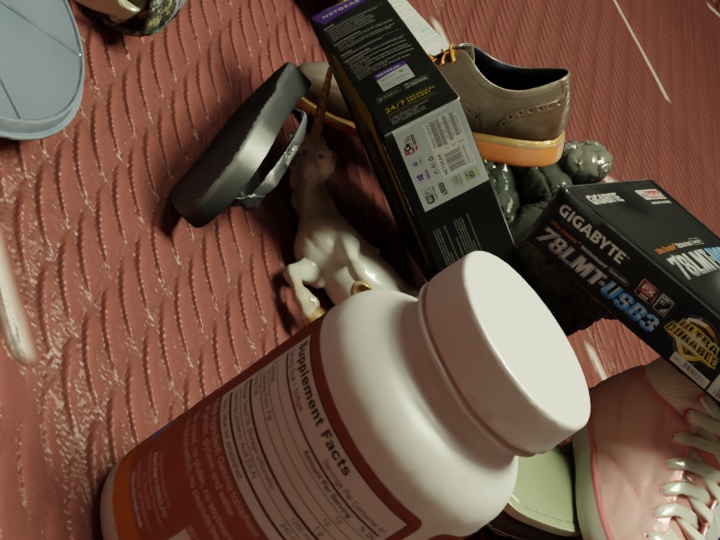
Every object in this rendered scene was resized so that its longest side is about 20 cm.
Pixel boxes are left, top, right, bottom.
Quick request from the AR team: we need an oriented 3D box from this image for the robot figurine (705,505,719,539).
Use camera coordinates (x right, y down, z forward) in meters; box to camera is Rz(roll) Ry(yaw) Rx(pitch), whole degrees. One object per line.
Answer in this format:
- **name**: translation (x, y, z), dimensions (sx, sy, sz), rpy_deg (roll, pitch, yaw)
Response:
- **robot figurine**: translation (0.216, 0.223, 1.100), dimensions (0.201, 0.112, 0.170), rpy_deg (-97, 178, -48)

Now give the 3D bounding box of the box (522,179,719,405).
- **box**: translation (0.218, 0.021, 1.092), dimensions (0.198, 0.050, 0.200), rpy_deg (44, 19, 17)

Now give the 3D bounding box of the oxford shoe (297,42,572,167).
- **oxford shoe**: translation (0.048, -0.128, 1.192), dimensions (0.198, 0.073, 0.072), rpy_deg (8, 33, -5)

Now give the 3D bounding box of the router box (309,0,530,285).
- **router box**: translation (0.044, -0.058, 1.092), dimensions (0.201, 0.052, 0.158), rpy_deg (65, -2, -37)

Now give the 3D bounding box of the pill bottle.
- **pill bottle**: translation (-0.006, 0.080, 0.739), dimensions (0.112, 0.199, 0.113), rpy_deg (44, 25, -26)

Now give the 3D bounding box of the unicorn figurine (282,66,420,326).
- **unicorn figurine**: translation (0.000, 0.000, 1.049), dimensions (0.201, 0.073, 0.138), rpy_deg (60, 9, -27)

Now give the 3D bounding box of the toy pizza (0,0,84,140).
- **toy pizza**: translation (-0.215, -0.144, 0.849), dimensions (0.200, 0.032, 0.201), rpy_deg (43, 27, -27)

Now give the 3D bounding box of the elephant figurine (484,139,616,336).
- **elephant figurine**: translation (0.135, 0.003, 1.233), dimensions (0.154, 0.142, 0.201), rpy_deg (16, 36, -27)

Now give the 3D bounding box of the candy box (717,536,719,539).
- **candy box**: translation (0.225, 0.255, 0.942), dimensions (0.169, 0.077, 0.201), rpy_deg (-47, 129, -31)

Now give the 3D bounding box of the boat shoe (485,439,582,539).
- **boat shoe**: translation (0.108, 0.141, 1.066), dimensions (0.201, 0.060, 0.072), rpy_deg (8, 50, -61)

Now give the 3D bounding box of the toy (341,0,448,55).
- **toy**: translation (0.002, -0.197, 1.340), dimensions (0.200, 0.047, 0.115), rpy_deg (51, 26, -1)

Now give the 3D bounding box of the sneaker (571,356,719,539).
- **sneaker**: translation (0.188, 0.126, 1.033), dimensions (0.075, 0.104, 0.201), rpy_deg (44, 26, -31)

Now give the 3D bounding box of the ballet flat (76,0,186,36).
- **ballet flat**: translation (-0.176, -0.206, 0.976), dimensions (0.200, 0.072, 0.072), rpy_deg (44, 25, -24)

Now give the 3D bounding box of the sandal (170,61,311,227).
- **sandal**: translation (-0.056, -0.074, 1.011), dimensions (0.043, 0.076, 0.200), rpy_deg (46, 24, -10)
